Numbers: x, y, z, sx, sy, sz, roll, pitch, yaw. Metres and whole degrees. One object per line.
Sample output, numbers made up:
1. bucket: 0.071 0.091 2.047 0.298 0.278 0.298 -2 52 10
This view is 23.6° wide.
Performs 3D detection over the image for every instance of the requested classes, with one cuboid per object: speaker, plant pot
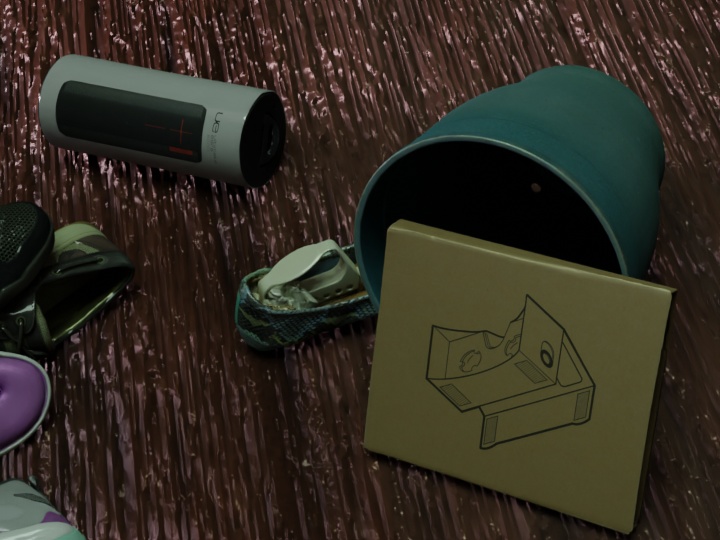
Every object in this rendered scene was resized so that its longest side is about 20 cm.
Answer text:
1. speaker: -0.162 -0.124 1.421 0.198 0.082 0.082 13 51 23
2. plant pot: 0.123 -0.046 1.213 0.198 0.202 0.188 12 35 23

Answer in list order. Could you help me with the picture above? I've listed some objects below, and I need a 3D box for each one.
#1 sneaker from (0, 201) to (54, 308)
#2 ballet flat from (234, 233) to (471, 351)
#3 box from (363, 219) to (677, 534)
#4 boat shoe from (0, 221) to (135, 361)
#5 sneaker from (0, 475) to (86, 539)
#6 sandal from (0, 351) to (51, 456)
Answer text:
1. sneaker: -0.308 -0.016 1.226 0.198 0.115 0.076 -26 48 -26
2. ballet flat: 0.000 0.000 1.272 0.198 0.075 0.074 -23 46 -10
3. box: 0.099 0.067 1.128 0.198 0.165 0.021 15 20 26
4. boat shoe: -0.254 0.037 1.292 0.066 0.072 0.201 23 51 37
5. sneaker: -0.288 0.203 1.145 0.199 0.078 0.140 -24 43 -21
6. sandal: -0.315 0.106 1.214 0.200 0.083 0.050 -9 1 -18
